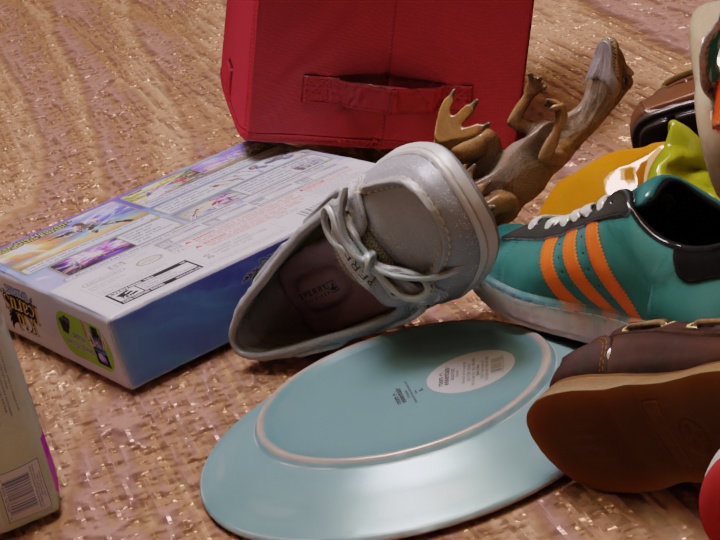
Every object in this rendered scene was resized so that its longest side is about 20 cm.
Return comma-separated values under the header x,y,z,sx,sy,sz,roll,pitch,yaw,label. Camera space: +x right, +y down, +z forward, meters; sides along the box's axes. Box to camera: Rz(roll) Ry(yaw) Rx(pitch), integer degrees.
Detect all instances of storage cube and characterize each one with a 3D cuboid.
x,y,z,sx,sy,sz,roll,pitch,yaw,label
0.008,-0.182,1.321,0.170,0.181,0.200,3,19,-9,storage cube

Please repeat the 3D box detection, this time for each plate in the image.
x,y,z,sx,sy,sz,roll,pitch,yaw,label
0.021,0.062,0.953,0.199,0.026,0.200,-15,19,5,plate

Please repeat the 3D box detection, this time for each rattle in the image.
x,y,z,sx,sy,sz,roll,pitch,yaw,label
0.134,-0.064,1.002,0.142,0.131,0.200,4,3,18,rattle

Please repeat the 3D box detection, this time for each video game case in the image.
x,y,z,sx,sy,sz,roll,pitch,yaw,label
-0.089,-0.010,1.199,0.199,0.046,0.181,-25,23,-26,video game case

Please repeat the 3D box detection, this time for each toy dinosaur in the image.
x,y,z,sx,sy,sz,roll,pitch,yaw,label
0.057,-0.033,1.046,0.200,0.061,0.106,-40,-24,11,toy dinosaur

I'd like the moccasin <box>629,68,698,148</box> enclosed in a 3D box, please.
x,y,z,sx,sy,sz,roll,pitch,yaw,label
0.244,-0.093,1.143,0.201,0.074,0.078,-16,25,28,moccasin

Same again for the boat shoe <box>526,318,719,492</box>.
x,y,z,sx,sy,sz,roll,pitch,yaw,label
0.147,0.046,0.808,0.070,0.071,0.200,-39,25,-29,boat shoe

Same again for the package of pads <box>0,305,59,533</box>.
x,y,z,sx,sy,sz,roll,pitch,yaw,label
-0.204,0.024,1.031,0.068,0.155,0.200,-19,20,-11,package of pads

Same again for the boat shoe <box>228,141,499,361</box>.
x,y,z,sx,sy,sz,roll,pitch,yaw,label
-0.001,-0.001,1.011,0.065,0.075,0.202,-36,4,-29,boat shoe

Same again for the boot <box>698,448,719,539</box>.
x,y,z,sx,sy,sz,roll,pitch,yaw,label
0.158,0.110,0.657,0.144,0.073,0.199,-32,29,-34,boot

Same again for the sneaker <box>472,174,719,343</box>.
x,y,z,sx,sy,sz,roll,pitch,yaw,label
0.122,-0.007,0.953,0.071,0.080,0.200,-2,13,-35,sneaker
